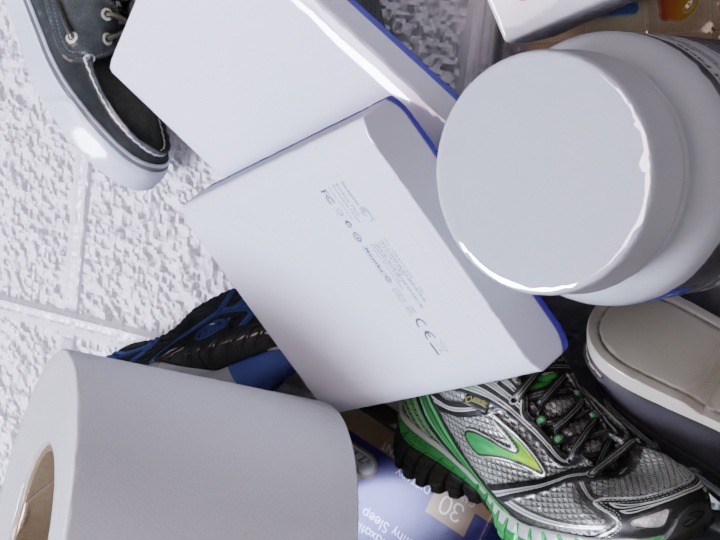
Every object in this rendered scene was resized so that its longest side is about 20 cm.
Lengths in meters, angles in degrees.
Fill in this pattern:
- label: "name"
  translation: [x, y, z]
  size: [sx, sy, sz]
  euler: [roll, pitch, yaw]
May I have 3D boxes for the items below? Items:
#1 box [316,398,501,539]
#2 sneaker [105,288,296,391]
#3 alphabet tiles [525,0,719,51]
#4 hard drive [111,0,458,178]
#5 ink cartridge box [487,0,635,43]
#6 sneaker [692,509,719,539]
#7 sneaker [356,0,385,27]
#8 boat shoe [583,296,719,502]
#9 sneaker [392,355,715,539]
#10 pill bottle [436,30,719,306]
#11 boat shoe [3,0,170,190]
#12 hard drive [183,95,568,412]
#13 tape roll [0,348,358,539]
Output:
- label: "box"
  translation: [-0.004, 0.175, 1.038]
  size: [0.121, 0.032, 0.200]
  euler: [31, 111, 27]
- label: "sneaker"
  translation: [-0.081, 0.065, 1.066]
  size: [0.200, 0.076, 0.077]
  euler: [-25, 106, 30]
- label: "alphabet tiles"
  translation: [0.153, -0.112, 0.927]
  size: [0.167, 0.008, 0.200]
  euler: [0, 94, 33]
- label: "hard drive"
  translation: [-0.028, -0.079, 0.952]
  size: [0.200, 0.025, 0.132]
  euler: [44, 137, 11]
- label: "ink cartridge box"
  translation: [0.132, -0.204, 0.858]
  size: [0.200, 0.083, 0.147]
  euler: [-23, 92, 23]
- label: "sneaker"
  translation: [0.182, 0.201, 0.866]
  size: [0.199, 0.114, 0.076]
  euler: [54, 148, 18]
- label: "sneaker"
  translation: [-0.019, -0.108, 1.002]
  size: [0.080, 0.070, 0.200]
  euler: [-39, 74, 32]
- label: "boat shoe"
  translation: [0.189, 0.081, 0.901]
  size: [0.200, 0.073, 0.063]
  euler: [35, 155, 20]
- label: "sneaker"
  translation: [0.082, 0.078, 0.913]
  size: [0.200, 0.078, 0.085]
  euler: [24, 122, 47]
- label: "pill bottle"
  translation: [0.122, -0.044, 0.829]
  size: [0.114, 0.200, 0.114]
  euler: [3, 96, 33]
- label: "boat shoe"
  translation: [-0.153, -0.139, 1.089]
  size: [0.057, 0.069, 0.200]
  euler: [-38, 72, 29]
- label: "hard drive"
  translation: [0.000, 0.000, 0.903]
  size: [0.132, 0.025, 0.200]
  euler: [54, 153, -9]
- label: "tape roll"
  translation: [-0.099, 0.149, 0.954]
  size: [0.203, 0.139, 0.203]
  euler: [-168, 90, -72]
